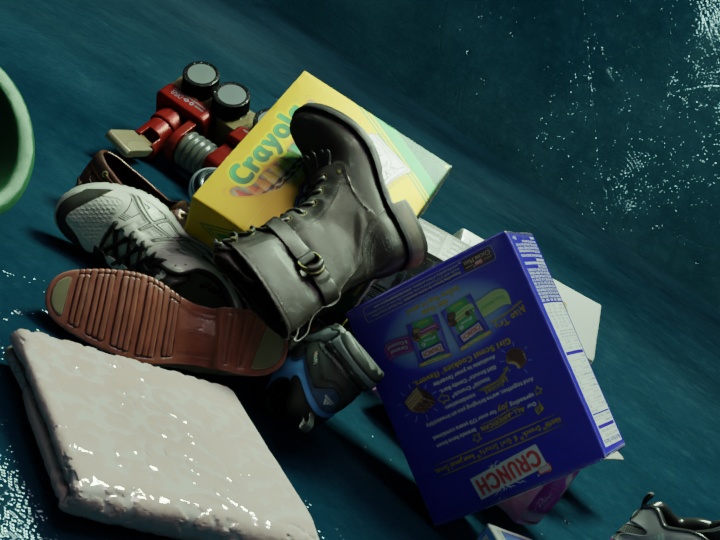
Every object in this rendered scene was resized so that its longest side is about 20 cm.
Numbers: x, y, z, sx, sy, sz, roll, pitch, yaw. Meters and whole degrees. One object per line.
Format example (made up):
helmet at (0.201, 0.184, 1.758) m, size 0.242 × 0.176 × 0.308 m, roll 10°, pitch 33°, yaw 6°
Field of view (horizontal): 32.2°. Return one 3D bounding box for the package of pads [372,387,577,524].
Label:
package of pads at (0.120, 0.129, 1.165) m, size 0.200 × 0.121 × 0.076 m, roll 40°, pitch 6°, yaw 29°

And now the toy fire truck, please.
toy fire truck at (-0.200, -0.147, 1.485) m, size 0.176 × 0.129 × 0.200 m, roll 35°, pitch 54°, yaw 17°

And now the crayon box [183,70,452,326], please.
crayon box at (-0.037, -0.069, 1.163) m, size 0.172 × 0.058 × 0.200 m, roll 34°, pitch 54°, yaw 3°

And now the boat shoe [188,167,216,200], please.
boat shoe at (-0.110, -0.066, 1.378) m, size 0.200 × 0.071 × 0.091 m, roll 38°, pitch -25°, yaw 15°

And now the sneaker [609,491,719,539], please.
sneaker at (0.311, 0.274, 1.084) m, size 0.200 × 0.140 × 0.078 m, roll 36°, pitch 15°, yaw 16°

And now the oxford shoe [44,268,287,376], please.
oxford shoe at (-0.164, 0.051, 1.025) m, size 0.200 × 0.071 × 0.074 m, roll 19°, pitch -17°, yaw -19°

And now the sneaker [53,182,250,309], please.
sneaker at (-0.184, -0.012, 1.125) m, size 0.200 × 0.076 × 0.088 m, roll 28°, pitch 17°, yaw -11°

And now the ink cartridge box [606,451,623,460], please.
ink cartridge box at (0.166, 0.157, 1.307) m, size 0.116 × 0.068 × 0.200 m, roll 12°, pitch 23°, yaw -51°

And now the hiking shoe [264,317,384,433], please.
hiking shoe at (-0.056, 0.083, 1.081) m, size 0.074 × 0.087 × 0.200 m, roll 52°, pitch -13°, yaw -14°

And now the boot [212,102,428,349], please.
boot at (-0.052, -0.045, 1.060) m, size 0.174 × 0.069 × 0.200 m, roll -25°, pitch 69°, yaw -32°

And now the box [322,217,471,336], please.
box at (0.000, 0.000, 1.270) m, size 0.200 × 0.158 × 0.050 m, roll 28°, pitch 38°, yaw 0°

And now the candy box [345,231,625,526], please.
candy box at (0.104, 0.091, 1.054) m, size 0.077 × 0.169 × 0.200 m, roll -1°, pitch 66°, yaw -62°

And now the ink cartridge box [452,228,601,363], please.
ink cartridge box at (0.152, 0.054, 1.432) m, size 0.200 × 0.145 × 0.083 m, roll 28°, pitch 56°, yaw -18°

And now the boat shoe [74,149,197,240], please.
boat shoe at (-0.192, -0.040, 1.214) m, size 0.200 × 0.070 × 0.070 m, roll 34°, pitch 14°, yaw 3°

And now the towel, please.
towel at (-0.141, 0.123, 0.871) m, size 0.200 × 0.032 × 0.191 m, roll 21°, pitch 18°, yaw -38°

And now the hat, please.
hat at (-0.404, -0.107, 1.100) m, size 0.166 × 0.176 × 0.200 m, roll 22°, pitch 56°, yaw -41°

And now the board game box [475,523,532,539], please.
board game box at (0.189, 0.297, 0.934) m, size 0.196 × 0.056 × 0.200 m, roll 25°, pitch 17°, yaw -26°
